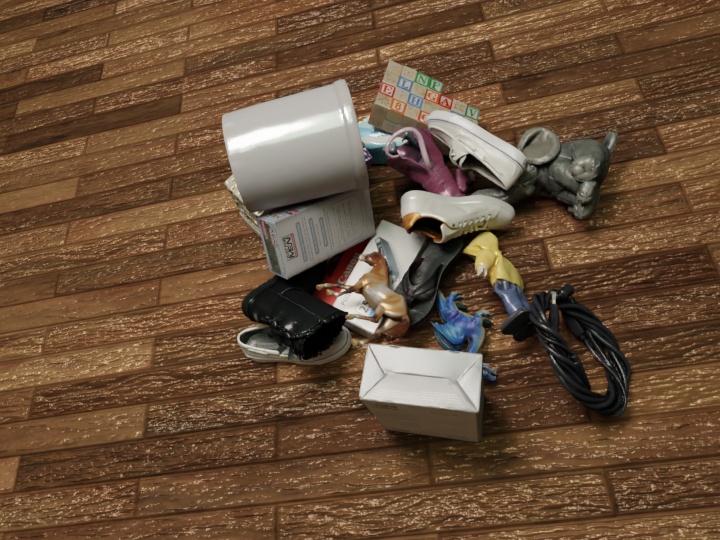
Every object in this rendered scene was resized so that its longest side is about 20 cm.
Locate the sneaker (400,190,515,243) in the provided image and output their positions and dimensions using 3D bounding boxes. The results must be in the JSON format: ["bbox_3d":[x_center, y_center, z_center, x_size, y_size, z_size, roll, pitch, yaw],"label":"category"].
[{"bbox_3d":[0.165,-0.077,0.905,0.196,0.073,0.086,4,58,-3],"label":"sneaker"}]

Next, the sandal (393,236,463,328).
[{"bbox_3d":[0.105,0.005,0.894,0.074,0.048,0.202,16,61,31],"label":"sandal"}]

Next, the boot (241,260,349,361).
[{"bbox_3d":[-0.085,0.052,0.895,0.161,0.074,0.198,25,49,37],"label":"boot"}]

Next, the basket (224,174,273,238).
[{"bbox_3d":[-0.143,-0.161,1.038,0.200,0.124,0.135,-44,62,-10],"label":"basket"}]

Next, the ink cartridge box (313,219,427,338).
[{"bbox_3d":[0.000,0.000,0.967,0.174,0.045,0.202,23,71,22],"label":"ink cartridge box"}]

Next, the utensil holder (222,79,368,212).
[{"bbox_3d":[-0.101,-0.192,0.855,0.197,0.171,0.172,-15,61,-3],"label":"utensil holder"}]

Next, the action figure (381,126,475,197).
[{"bbox_3d":[0.140,-0.169,0.956,0.134,0.149,0.201,-40,88,0],"label":"action figure"}]

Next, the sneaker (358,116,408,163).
[{"bbox_3d":[0.013,-0.287,1.091,0.196,0.080,0.133,5,67,6],"label":"sneaker"}]

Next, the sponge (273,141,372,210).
[{"bbox_3d":[-0.090,-0.193,0.955,0.198,0.030,0.113,-29,77,-8],"label":"sponge"}]

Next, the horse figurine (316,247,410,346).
[{"bbox_3d":[0.020,0.048,0.840,0.131,0.051,0.200,-12,41,-26],"label":"horse figurine"}]

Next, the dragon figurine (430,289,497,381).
[{"bbox_3d":[0.150,0.094,0.873,0.199,0.059,0.100,36,76,25],"label":"dragon figurine"}]

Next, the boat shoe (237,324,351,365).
[{"bbox_3d":[-0.115,0.122,0.921,0.197,0.066,0.075,-10,61,9],"label":"boat shoe"}]

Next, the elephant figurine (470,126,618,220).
[{"bbox_3d":[0.313,-0.173,0.929,0.198,0.144,0.154,18,26,31],"label":"elephant figurine"}]

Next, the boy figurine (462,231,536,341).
[{"bbox_3d":[0.221,0.012,0.871,0.064,0.123,0.202,-44,45,24],"label":"boy figurine"}]

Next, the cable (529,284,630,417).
[{"bbox_3d":[0.322,0.115,0.777,0.051,0.162,0.202,-36,69,39],"label":"cable"}]

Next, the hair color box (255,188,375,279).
[{"bbox_3d":[-0.070,-0.075,0.911,0.199,0.100,0.060,-29,30,-33],"label":"hair color box"}]

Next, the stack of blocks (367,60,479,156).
[{"bbox_3d":[0.125,-0.306,1.033,0.197,0.059,0.117,21,63,-6],"label":"stack of blocks"}]

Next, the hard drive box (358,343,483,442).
[{"bbox_3d":[0.096,0.179,0.763,0.153,0.201,0.078,4,64,15],"label":"hard drive box"}]

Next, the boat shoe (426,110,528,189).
[{"bbox_3d":[0.184,-0.202,0.911,0.199,0.072,0.066,37,87,21],"label":"boat shoe"}]
